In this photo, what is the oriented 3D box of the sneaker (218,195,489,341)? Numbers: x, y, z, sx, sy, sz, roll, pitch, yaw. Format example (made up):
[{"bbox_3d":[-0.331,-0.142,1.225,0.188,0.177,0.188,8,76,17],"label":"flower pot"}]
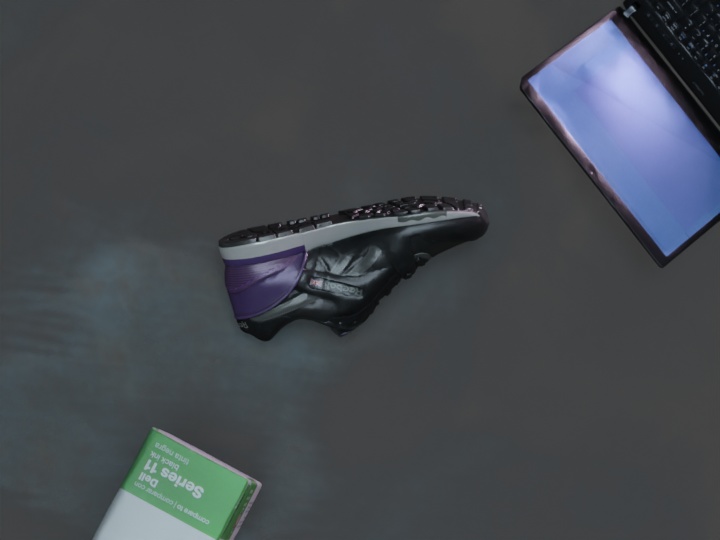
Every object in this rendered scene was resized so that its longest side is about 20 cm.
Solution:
[{"bbox_3d":[0.000,0.000,1.478,0.199,0.076,0.088,-11,100,1],"label":"sneaker"}]

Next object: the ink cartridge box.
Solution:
[{"bbox_3d":[-0.153,0.219,1.404,0.083,0.147,0.201,28,83,2],"label":"ink cartridge box"}]

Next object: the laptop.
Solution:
[{"bbox_3d":[0.254,-0.139,1.469,0.200,0.103,0.178,-40,87,28],"label":"laptop"}]
